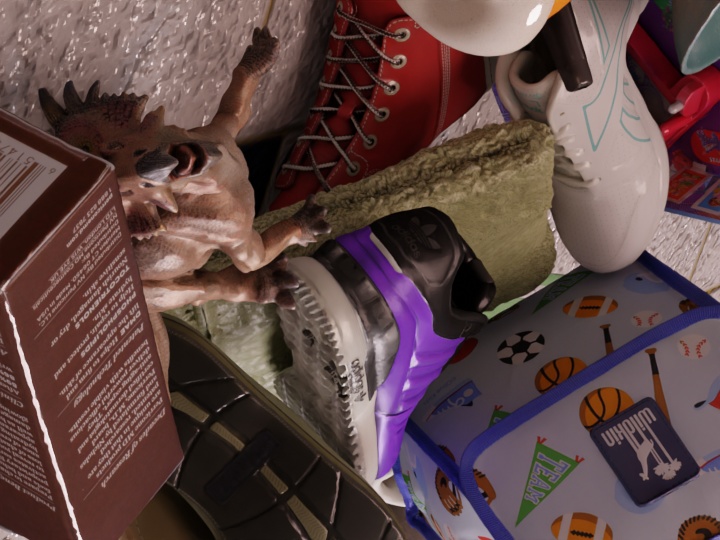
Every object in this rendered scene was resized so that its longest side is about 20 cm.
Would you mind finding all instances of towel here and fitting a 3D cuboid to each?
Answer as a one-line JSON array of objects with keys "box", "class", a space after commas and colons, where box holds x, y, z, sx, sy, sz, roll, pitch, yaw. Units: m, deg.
[{"box": [0.000, 0.000, 1.388, 0.200, 0.036, 0.148, -22, 154, -8], "class": "towel"}]

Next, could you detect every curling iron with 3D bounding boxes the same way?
[{"box": [0.066, -0.175, 1.309, 0.050, 0.026, 0.200, 168, -93, -82], "class": "curling iron"}]

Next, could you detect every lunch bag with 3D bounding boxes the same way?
[{"box": [0.118, 0.088, 1.420, 0.170, 0.200, 0.124, -29, 123, -10], "class": "lunch bag"}]

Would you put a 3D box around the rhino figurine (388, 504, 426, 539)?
[{"box": [0.014, 0.160, 1.650, 0.200, 0.060, 0.087, -32, 162, -17], "class": "rhino figurine"}]

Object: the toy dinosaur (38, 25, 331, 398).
[{"box": [-0.093, -0.019, 1.217, 0.136, 0.086, 0.200, -16, 150, -35], "class": "toy dinosaur"}]

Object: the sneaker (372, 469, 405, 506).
[{"box": [0.011, 0.044, 1.515, 0.078, 0.079, 0.200, -48, 152, -29], "class": "sneaker"}]

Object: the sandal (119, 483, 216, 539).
[{"box": [-0.088, 0.125, 1.407, 0.070, 0.078, 0.212, -33, -178, 20], "class": "sandal"}]

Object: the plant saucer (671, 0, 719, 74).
[{"box": [0.201, -0.169, 1.300, 0.200, 0.036, 0.200, -42, 170, -9], "class": "plant saucer"}]

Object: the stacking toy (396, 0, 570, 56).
[{"box": [0.106, -0.184, 1.249, 0.200, 0.146, 0.146, -21, 138, -27], "class": "stacking toy"}]

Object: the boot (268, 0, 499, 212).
[{"box": [0.002, -0.094, 1.360, 0.144, 0.072, 0.200, -52, 157, -16], "class": "boot"}]

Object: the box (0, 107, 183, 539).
[{"box": [-0.137, 0.023, 1.145, 0.075, 0.100, 0.200, -50, 154, -28], "class": "box"}]

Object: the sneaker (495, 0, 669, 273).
[{"box": [0.097, -0.080, 1.399, 0.080, 0.070, 0.200, -39, 133, -40], "class": "sneaker"}]

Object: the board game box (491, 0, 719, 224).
[{"box": [0.126, -0.094, 1.454, 0.039, 0.200, 0.158, -33, 126, -41], "class": "board game box"}]

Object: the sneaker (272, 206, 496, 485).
[{"box": [0.018, 0.033, 1.349, 0.100, 0.070, 0.200, -33, 160, -15], "class": "sneaker"}]

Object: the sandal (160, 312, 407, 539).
[{"box": [-0.046, 0.092, 1.347, 0.080, 0.201, 0.057, -36, -166, 7], "class": "sandal"}]

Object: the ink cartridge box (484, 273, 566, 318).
[{"box": [0.096, 0.056, 1.617, 0.200, 0.145, 0.048, 56, 42, -65], "class": "ink cartridge box"}]
